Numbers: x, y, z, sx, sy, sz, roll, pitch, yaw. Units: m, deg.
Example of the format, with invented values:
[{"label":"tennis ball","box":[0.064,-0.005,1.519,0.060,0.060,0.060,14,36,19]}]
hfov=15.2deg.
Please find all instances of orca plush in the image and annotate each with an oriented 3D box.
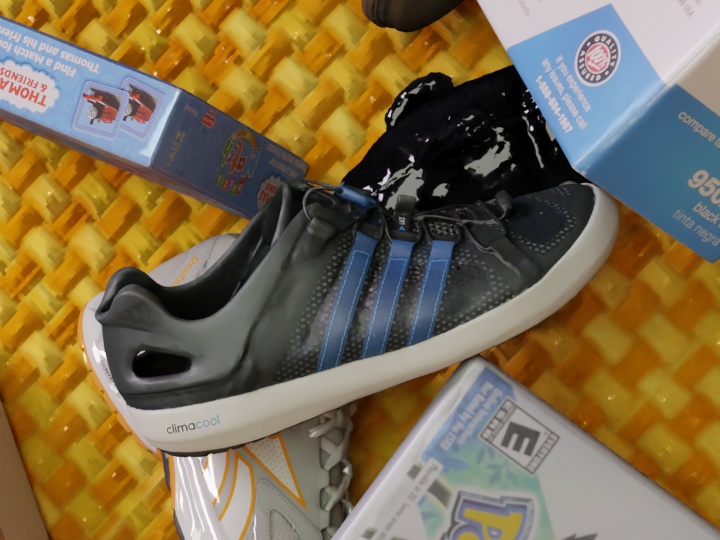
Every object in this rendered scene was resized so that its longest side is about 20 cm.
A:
[{"label":"orca plush","box":[0.061,-0.040,1.046,0.199,0.071,0.106,-11,78,15]}]

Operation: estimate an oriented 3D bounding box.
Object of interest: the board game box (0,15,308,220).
[{"label":"board game box","box":[-0.135,-0.076,1.070,0.199,0.151,0.037,21,88,19]}]

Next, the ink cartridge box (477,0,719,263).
[{"label":"ink cartridge box","box":[0.145,-0.126,0.945,0.200,0.084,0.145,-45,39,18]}]

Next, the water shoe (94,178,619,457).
[{"label":"water shoe","box":[0.000,0.000,0.996,0.199,0.072,0.079,-25,108,-6]}]

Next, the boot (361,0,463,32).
[{"label":"boot","box":[0.096,-0.146,1.052,0.200,0.075,0.097,-44,69,4]}]

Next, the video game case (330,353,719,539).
[{"label":"video game case","box":[0.055,0.163,1.005,0.182,0.022,0.200,36,92,-5]}]

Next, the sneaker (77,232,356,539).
[{"label":"sneaker","box":[-0.030,0.072,1.052,0.092,0.076,0.200,-36,74,11]}]

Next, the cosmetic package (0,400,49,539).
[{"label":"cosmetic package","box":[-0.180,0.133,1.083,0.103,0.087,0.201,-26,74,12]}]
